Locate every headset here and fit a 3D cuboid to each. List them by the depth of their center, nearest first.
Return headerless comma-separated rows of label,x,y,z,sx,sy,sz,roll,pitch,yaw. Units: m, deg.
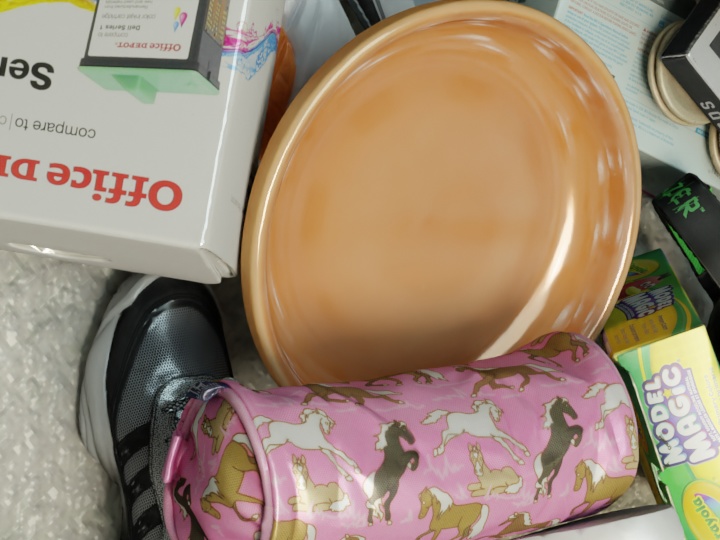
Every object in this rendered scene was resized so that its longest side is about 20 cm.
headset,0.214,0.034,1.266,0.094,0.124,0.200,-34,103,3

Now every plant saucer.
plant saucer,0.031,-0.020,1.149,0.199,0.037,0.201,-12,112,-31

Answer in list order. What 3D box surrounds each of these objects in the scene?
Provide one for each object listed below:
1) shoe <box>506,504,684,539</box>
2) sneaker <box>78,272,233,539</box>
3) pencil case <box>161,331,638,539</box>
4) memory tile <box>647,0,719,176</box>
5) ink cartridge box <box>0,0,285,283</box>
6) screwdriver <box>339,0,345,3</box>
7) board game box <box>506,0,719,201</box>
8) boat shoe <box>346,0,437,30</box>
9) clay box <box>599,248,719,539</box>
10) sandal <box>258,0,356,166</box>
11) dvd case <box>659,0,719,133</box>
shoe,0.062,0.165,1.163,0.071,0.199,0.091,-6,78,-56
sneaker,-0.063,0.097,1.138,0.075,0.114,0.201,2,88,-33
pencil case,0.019,0.074,1.094,0.199,0.083,0.087,-5,70,-33
memory tile,0.224,-0.121,1.312,0.153,0.017,0.200,42,67,-26
ink cartridge box,-0.108,-0.107,1.093,0.144,0.084,0.201,9,83,6
screwdriver,-0.004,-0.127,1.231,0.200,0.029,0.028,-32,106,-30
board game box,0.147,-0.149,1.308,0.147,0.064,0.201,25,77,-31
boat shoe,-0.020,-0.172,1.198,0.201,0.066,0.070,67,19,-10
clay box,0.146,0.067,1.229,0.047,0.200,0.115,-19,101,3
sandal,-0.029,-0.074,1.185,0.079,0.059,0.207,-37,106,-6
dvd case,0.242,-0.122,1.301,0.150,0.025,0.200,47,65,-24
